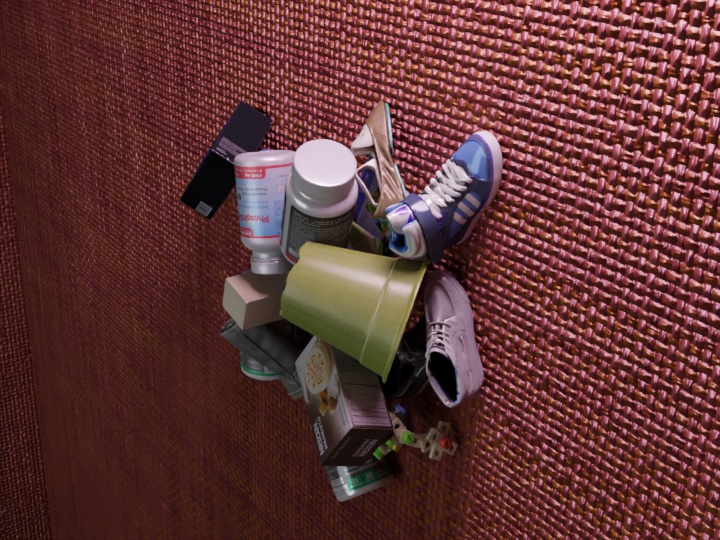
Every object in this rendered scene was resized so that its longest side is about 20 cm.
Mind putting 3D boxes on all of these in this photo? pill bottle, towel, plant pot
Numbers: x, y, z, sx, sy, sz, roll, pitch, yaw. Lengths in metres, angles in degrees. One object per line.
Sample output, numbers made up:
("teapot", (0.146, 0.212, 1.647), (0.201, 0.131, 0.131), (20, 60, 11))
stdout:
("pill bottle", (-0.024, 0.303, 1.695), (0.113, 0.113, 0.201), (-35, 74, 54))
("towel", (0.000, 0.000, 1.590), (0.144, 0.023, 0.201), (39, 144, 47))
("plant pot", (-0.016, 0.044, 1.421), (0.189, 0.200, 0.201), (20, 128, 3))
("pill bottle", (-0.153, -0.100, 1.599), (0.109, 0.108, 0.201), (13, 111, 52))
("pill bottle", (-0.064, -0.100, 1.468), (0.114, 0.113, 0.200), (55, 153, 27))
("pill bottle", (-0.180, 0.101, 1.830), (0.113, 0.113, 0.201), (25, 121, 48))

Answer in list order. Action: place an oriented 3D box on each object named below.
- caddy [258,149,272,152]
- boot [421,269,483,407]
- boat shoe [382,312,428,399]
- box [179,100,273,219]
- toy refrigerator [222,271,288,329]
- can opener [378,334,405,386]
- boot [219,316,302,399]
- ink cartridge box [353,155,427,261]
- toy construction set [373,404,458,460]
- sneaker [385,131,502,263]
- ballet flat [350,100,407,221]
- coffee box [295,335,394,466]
("caddy", (-0.145, -0.124, 1.715), (0.141, 0.105, 0.201), (19, 117, 50))
("boot", (0.129, 0.101, 1.402), (0.073, 0.095, 0.201), (-18, 92, 27))
("boat shoe", (0.089, 0.140, 1.518), (0.073, 0.062, 0.201), (52, 139, 30))
("box", (-0.260, -0.210, 1.809), (0.079, 0.142, 0.200), (34, 144, -11))
("toy refrigerator", (-0.141, 0.040, 1.687), (0.076, 0.199, 0.070), (44, 135, 36))
("can opener", (0.027, 0.179, 1.608), (0.078, 0.063, 0.201), (22, 131, 15))
("boot", (-0.138, 0.136, 1.728), (0.182, 0.073, 0.200), (-34, 103, 29))
("ink cartridge box", (0.042, -0.086, 1.525), (0.200, 0.042, 0.120), (54, 140, 31))
("toy construction set", (0.060, 0.268, 1.553), (0.199, 0.092, 0.131), (-2, 130, 49))
("sneaker", (0.108, -0.099, 1.327), (0.081, 0.146, 0.201), (51, 139, 31))
("ballet flat", (0.025, -0.167, 1.454), (0.068, 0.072, 0.201), (96, 163, -77))
("coffee box", (-0.030, 0.199, 1.509), (0.115, 0.079, 0.201), (-55, 39, 39))
